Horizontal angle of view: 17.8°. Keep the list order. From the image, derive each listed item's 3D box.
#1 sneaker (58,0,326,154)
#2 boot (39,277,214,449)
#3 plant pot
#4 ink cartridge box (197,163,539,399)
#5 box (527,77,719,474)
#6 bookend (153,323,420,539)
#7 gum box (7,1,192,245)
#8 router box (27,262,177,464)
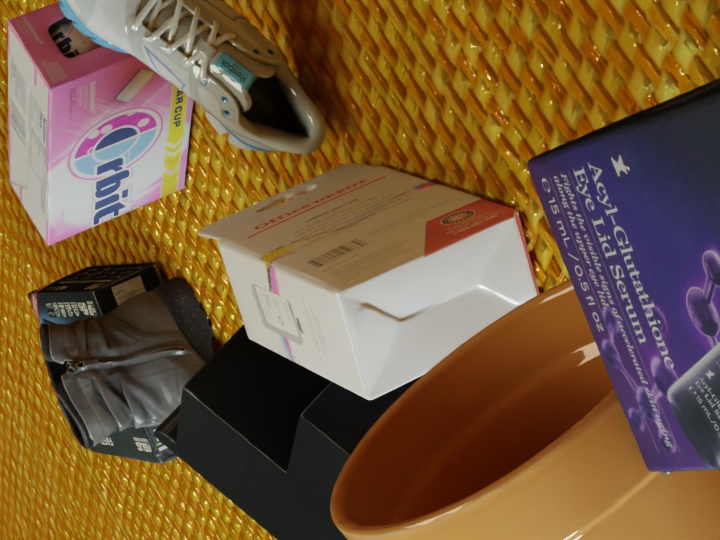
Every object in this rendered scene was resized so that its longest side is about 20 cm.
[{"bbox_3d":[-0.091,-0.133,1.337,0.200,0.075,0.087,35,179,-30],"label":"sneaker"},{"bbox_3d":[-0.154,0.108,1.728,0.200,0.131,0.070,55,155,27],"label":"boot"},{"bbox_3d":[0.105,0.110,1.080,0.140,0.200,0.200,55,161,-14],"label":"plant pot"},{"bbox_3d":[0.000,0.000,1.288,0.200,0.116,0.068,24,134,61],"label":"ink cartridge box"},{"bbox_3d":[0.172,-0.009,0.898,0.149,0.104,0.200,68,159,-1],"label":"box"},{"bbox_3d":[-0.016,0.089,1.353,0.200,0.092,0.199,38,154,13],"label":"bookend"},{"bbox_3d":[-0.180,-0.115,1.589,0.066,0.113,0.200,56,156,24],"label":"gum box"},{"bbox_3d":[-0.196,0.075,1.886,0.200,0.062,0.150,-3,110,67],"label":"router box"}]
